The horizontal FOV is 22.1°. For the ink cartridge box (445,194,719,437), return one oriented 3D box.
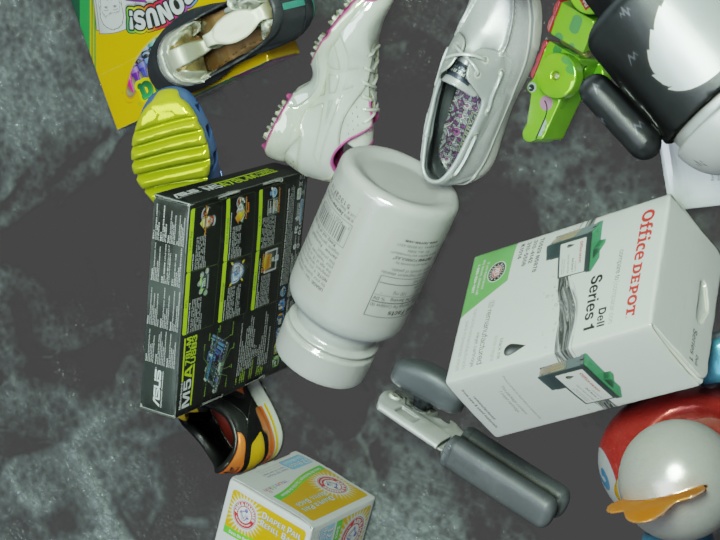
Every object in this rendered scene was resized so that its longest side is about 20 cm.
[{"bbox_3d":[0.183,0.038,1.506,0.199,0.147,0.084,-20,129,35],"label":"ink cartridge box"}]

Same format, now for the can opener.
[{"bbox_3d":[0.102,0.149,1.650,0.199,0.053,0.067,31,117,23],"label":"can opener"}]

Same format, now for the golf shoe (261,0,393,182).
[{"bbox_3d":[-0.009,-0.166,1.649,0.091,0.075,0.201,35,121,5],"label":"golf shoe"}]

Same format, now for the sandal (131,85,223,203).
[{"bbox_3d":[-0.159,-0.087,1.721,0.079,0.087,0.201,1,127,13],"label":"sandal"}]

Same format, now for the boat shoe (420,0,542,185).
[{"bbox_3d":[0.095,-0.165,1.571,0.072,0.068,0.201,33,117,23],"label":"boat shoe"}]

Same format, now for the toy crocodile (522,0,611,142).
[{"bbox_3d":[0.179,-0.196,1.510,0.062,0.067,0.201,33,115,29],"label":"toy crocodile"}]

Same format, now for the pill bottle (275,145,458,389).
[{"bbox_3d":[0.000,0.000,1.645,0.114,0.114,0.201,36,118,22],"label":"pill bottle"}]

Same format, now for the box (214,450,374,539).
[{"bbox_3d":[-0.077,0.291,1.765,0.101,0.112,0.201,27,114,27],"label":"box"}]

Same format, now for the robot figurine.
[{"bbox_3d":[0.253,-0.167,1.398,0.150,0.125,0.200,-43,79,31],"label":"robot figurine"}]

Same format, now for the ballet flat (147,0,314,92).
[{"bbox_3d":[-0.132,-0.207,1.645,0.199,0.073,0.074,-20,90,34],"label":"ballet flat"}]

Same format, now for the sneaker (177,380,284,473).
[{"bbox_3d":[-0.153,0.106,1.786,0.070,0.090,0.201,-37,80,34],"label":"sneaker"}]

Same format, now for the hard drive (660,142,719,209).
[{"bbox_3d":[0.328,-0.124,1.452,0.199,0.025,0.133,-6,97,35],"label":"hard drive"}]

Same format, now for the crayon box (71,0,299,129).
[{"bbox_3d":[-0.174,-0.248,1.736,0.199,0.058,0.174,-20,90,35],"label":"crayon box"}]

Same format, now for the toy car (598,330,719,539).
[{"bbox_3d":[0.246,0.163,1.468,0.176,0.200,0.186,-15,93,35],"label":"toy car"}]

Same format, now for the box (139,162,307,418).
[{"bbox_3d":[-0.123,0.014,1.682,0.047,0.193,0.202,16,110,30],"label":"box"}]
